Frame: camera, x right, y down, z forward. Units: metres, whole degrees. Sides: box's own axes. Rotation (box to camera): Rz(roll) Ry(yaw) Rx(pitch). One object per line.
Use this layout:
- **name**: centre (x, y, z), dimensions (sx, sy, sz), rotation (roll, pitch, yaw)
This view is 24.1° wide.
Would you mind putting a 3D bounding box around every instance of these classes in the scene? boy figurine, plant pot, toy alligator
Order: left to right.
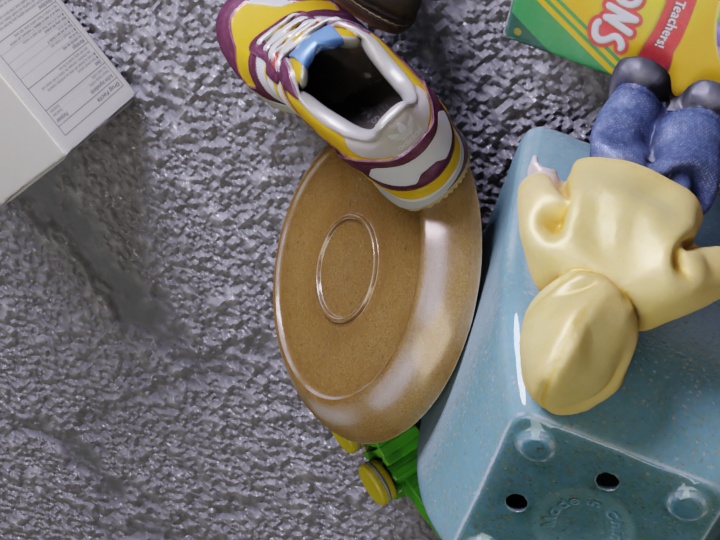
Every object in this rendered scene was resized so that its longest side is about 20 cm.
- **plant pot**: centre (0.000, 0.000, 0.989), dimensions (0.027, 0.201, 0.200), rotation (9, 137, -33)
- **toy alligator**: centre (0.003, 0.088, 1.116), dimensions (0.200, 0.059, 0.054), rotation (59, 163, 0)
- **plant pot**: centre (0.135, 0.077, 0.936), dimensions (0.195, 0.200, 0.197), rotation (22, 127, 2)
- **boy figurine**: centre (0.135, -0.013, 0.845), dimensions (0.124, 0.200, 0.065), rotation (19, 149, 9)

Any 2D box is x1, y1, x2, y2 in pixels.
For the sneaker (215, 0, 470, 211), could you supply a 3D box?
- **sneaker**: centre (-0.021, -0.117, 0.935), dimensions (0.200, 0.075, 0.090), rotation (39, 174, 33)

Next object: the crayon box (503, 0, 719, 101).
- **crayon box**: centre (0.186, -0.152, 0.881), dimensions (0.199, 0.051, 0.127), rotation (21, 125, 11)

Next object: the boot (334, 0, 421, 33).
- **boot**: centre (-0.009, -0.228, 0.911), dimensions (0.097, 0.075, 0.200), rotation (-29, 103, 38)

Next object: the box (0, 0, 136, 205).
- **box**: centre (-0.244, -0.152, 1.055), dimensions (0.078, 0.095, 0.200), rotation (-30, 103, 36)
